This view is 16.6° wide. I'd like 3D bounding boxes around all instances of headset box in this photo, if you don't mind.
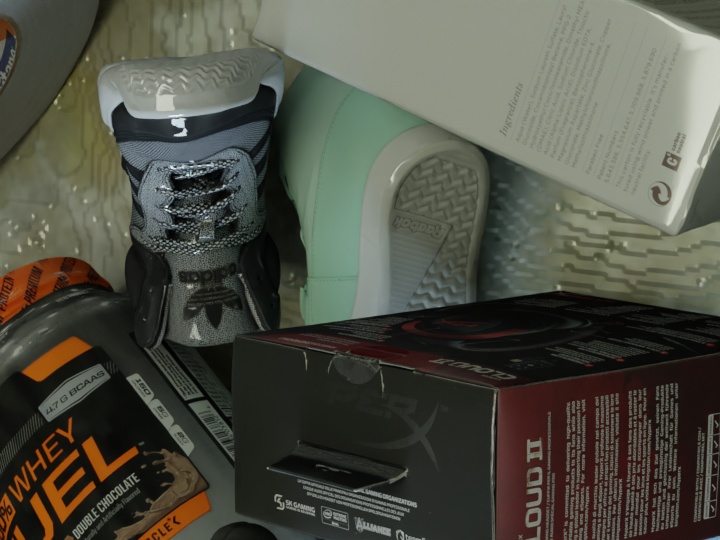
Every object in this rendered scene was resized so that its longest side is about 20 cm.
[{"bbox_3d":[0.056,0.060,0.937,0.148,0.199,0.075,9,102,48],"label":"headset box"}]

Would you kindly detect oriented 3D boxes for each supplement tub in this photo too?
[{"bbox_3d":[-0.100,0.096,1.081,0.200,0.122,0.123,48,116,25],"label":"supplement tub"}]

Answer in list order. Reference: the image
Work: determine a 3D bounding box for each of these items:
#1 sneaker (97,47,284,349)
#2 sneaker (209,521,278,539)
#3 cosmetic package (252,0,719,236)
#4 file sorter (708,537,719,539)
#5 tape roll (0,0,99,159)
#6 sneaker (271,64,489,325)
[{"bbox_3d":[-0.064,-0.027,1.019,0.075,0.200,0.114,-6,87,-4],"label":"sneaker"},{"bbox_3d":[0.006,0.182,0.939,0.088,0.074,0.201,-20,98,29],"label":"sneaker"},{"bbox_3d":[0.071,-0.093,0.981,0.199,0.113,0.081,27,109,20],"label":"cosmetic package"},{"bbox_3d":[0.099,0.171,0.995,0.199,0.123,0.140,9,102,26],"label":"file sorter"},{"bbox_3d":[-0.210,-0.094,1.078,0.066,0.200,0.200,45,114,15],"label":"tape roll"},{"bbox_3d":[0.000,0.000,1.066,0.118,0.073,0.201,-126,38,-47],"label":"sneaker"}]
